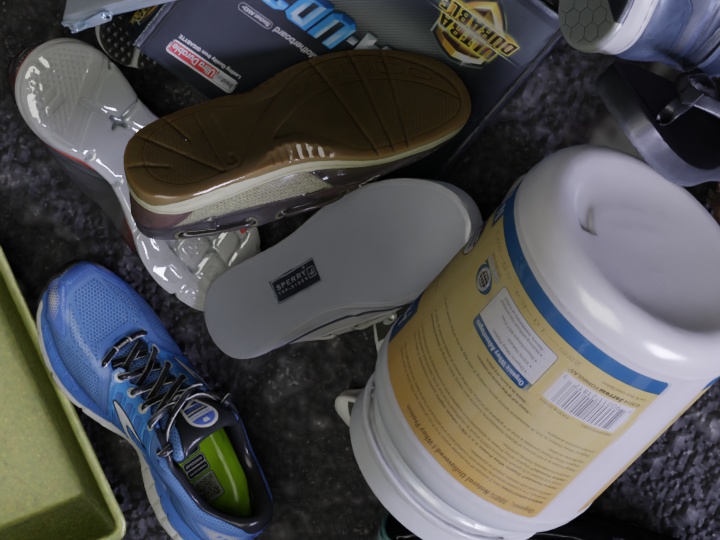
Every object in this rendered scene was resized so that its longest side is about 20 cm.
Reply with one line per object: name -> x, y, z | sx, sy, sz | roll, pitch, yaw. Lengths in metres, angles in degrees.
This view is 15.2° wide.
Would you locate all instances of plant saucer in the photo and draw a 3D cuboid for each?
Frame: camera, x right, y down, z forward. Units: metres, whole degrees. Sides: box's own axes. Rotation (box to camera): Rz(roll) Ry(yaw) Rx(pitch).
plant saucer -> -0.261, 0.099, 1.644 | 0.199, 0.048, 0.201 | -22, 98, 13

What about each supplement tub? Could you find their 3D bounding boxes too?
supplement tub -> 0.097, 0.047, 1.431 | 0.144, 0.145, 0.200 | 40, 126, -1

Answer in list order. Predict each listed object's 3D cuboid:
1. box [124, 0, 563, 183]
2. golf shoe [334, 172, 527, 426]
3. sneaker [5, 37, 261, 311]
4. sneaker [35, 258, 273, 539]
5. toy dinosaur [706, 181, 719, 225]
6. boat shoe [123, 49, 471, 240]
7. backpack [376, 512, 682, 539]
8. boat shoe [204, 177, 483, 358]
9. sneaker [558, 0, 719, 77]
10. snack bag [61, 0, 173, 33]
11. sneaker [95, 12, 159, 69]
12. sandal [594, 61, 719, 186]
box -> -0.007, -0.140, 1.511 | 0.200, 0.046, 0.159 | 34, 106, -26
golf shoe -> 0.054, 0.024, 1.564 | 0.088, 0.077, 0.201 | 27, 105, 10
sneaker -> -0.133, -0.063, 1.584 | 0.077, 0.082, 0.200 | -42, 115, -11
sneaker -> -0.112, 0.075, 1.583 | 0.078, 0.089, 0.200 | -41, 101, -27
toy dinosaur -> 0.186, 0.029, 1.510 | 0.200, 0.136, 0.086 | -43, 93, 16
boat shoe -> -0.037, -0.067, 1.484 | 0.199, 0.065, 0.074 | -13, 62, -16
backpack -> 0.096, 0.209, 1.545 | 0.199, 0.176, 0.154 | 19, 101, 7
boat shoe -> 0.000, 0.000, 1.541 | 0.199, 0.066, 0.072 | -30, 78, 36
sneaker -> 0.205, -0.199, 1.458 | 0.146, 0.077, 0.203 | 12, 112, -38
snack bag -> -0.084, -0.234, 1.468 | 0.188, 0.021, 0.201 | -8, 70, 43
sneaker -> -0.084, -0.209, 1.528 | 0.200, 0.080, 0.074 | -43, 125, 12
sandal -> 0.190, -0.082, 1.463 | 0.043, 0.200, 0.076 | -44, 63, 23
